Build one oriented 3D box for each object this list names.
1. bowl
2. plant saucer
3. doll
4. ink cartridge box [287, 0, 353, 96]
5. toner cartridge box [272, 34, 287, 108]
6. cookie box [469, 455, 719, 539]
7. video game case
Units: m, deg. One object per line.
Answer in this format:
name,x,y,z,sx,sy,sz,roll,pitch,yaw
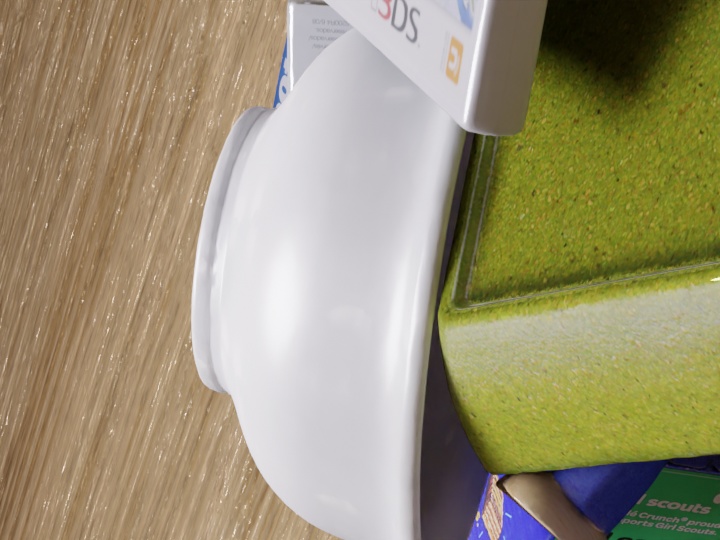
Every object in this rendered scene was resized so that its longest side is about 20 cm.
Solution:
bowl,0.000,0.000,0.913,0.201,0.090,0.203,9,-90,-79
plant saucer,0.091,-0.050,0.778,0.200,0.048,0.201,-12,62,56
doll,0.124,0.005,0.855,0.200,0.048,0.136,-50,-2,-2
ink cartridge box,0.016,-0.038,1.168,0.196,0.043,0.201,-46,-41,-64
toner cartridge box,0.021,-0.131,1.263,0.043,0.094,0.201,-127,45,-63
cookie box,0.081,0.051,1.050,0.200,0.075,0.172,119,153,-53
video game case,0.026,-0.162,0.810,0.182,0.022,0.201,-131,48,-64
